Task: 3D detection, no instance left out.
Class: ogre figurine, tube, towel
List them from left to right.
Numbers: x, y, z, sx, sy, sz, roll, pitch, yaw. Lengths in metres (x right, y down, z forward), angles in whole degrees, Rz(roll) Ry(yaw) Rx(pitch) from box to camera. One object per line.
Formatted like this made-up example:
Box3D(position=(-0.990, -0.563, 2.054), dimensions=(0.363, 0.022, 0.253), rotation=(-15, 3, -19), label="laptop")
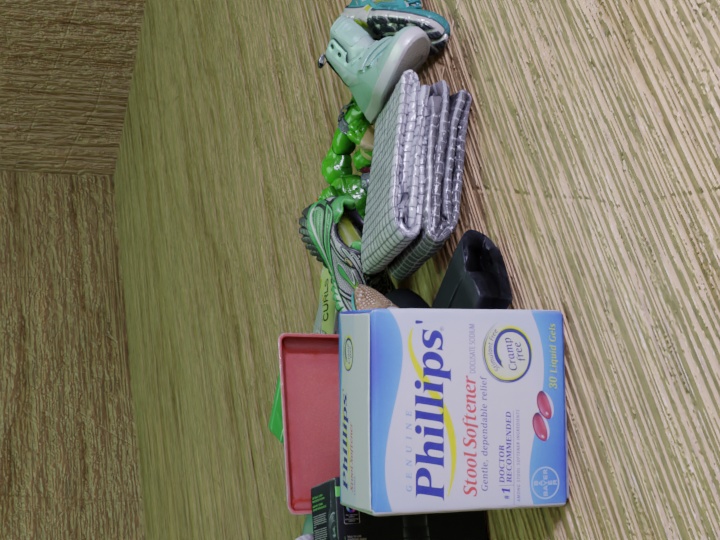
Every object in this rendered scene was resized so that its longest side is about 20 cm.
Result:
Box3D(position=(-0.041, 0.067, 1.645), dimensions=(0.058, 0.052, 0.202), rotation=(-15, 63, 27), label="tube")
Box3D(position=(0.005, -0.107, 1.465), dimensions=(0.201, 0.098, 0.120), rotation=(53, 137, 7), label="ogre figurine")
Box3D(position=(0.061, -0.105, 1.299), dimensions=(0.166, 0.085, 0.202), rotation=(129, 148, -71), label="towel")

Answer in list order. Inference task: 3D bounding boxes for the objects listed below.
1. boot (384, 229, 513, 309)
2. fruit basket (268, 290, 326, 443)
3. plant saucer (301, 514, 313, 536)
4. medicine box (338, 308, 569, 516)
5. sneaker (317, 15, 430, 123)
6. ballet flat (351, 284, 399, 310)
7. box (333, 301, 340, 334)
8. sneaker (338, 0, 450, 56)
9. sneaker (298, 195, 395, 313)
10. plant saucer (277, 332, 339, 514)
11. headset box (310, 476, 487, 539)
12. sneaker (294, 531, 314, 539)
Box3D(position=(0.090, 0.030, 1.245), dimensions=(0.166, 0.065, 0.201), rotation=(61, 152, 33), label="boot")
Box3D(position=(-0.059, 0.142, 1.480), dimensions=(0.200, 0.093, 0.187), rotation=(-80, 1, -76), label="fruit basket")
Box3D(position=(-0.023, 0.398, 1.461), dimensions=(0.200, 0.036, 0.201), rotation=(46, 152, 33), label="plant saucer")
Box3D(position=(0.084, 0.129, 1.071), dimensions=(0.103, 0.198, 0.185), rotation=(168, 102, -69), label="medicine box")
Box3D(position=(0.008, -0.257, 1.331), dimensions=(0.118, 0.074, 0.200), rotation=(50, 161, 3), label="sneaker")
Box3D(position=(0.053, 0.099, 1.228), dimensions=(0.065, 0.070, 0.202), rotation=(-29, 79, 33), label="ballet flat")
Box3D(position=(-0.012, 0.092, 1.525), dimensions=(0.110, 0.034, 0.203), rotation=(153, 123, -76), label="box")
Box3D(position=(0.044, -0.314, 1.383), dimensions=(0.080, 0.077, 0.200), rotation=(-53, 37, -5), label="sneaker")
Box3D(position=(0.000, 0.000, 1.406), dimensions=(0.085, 0.078, 0.201), rotation=(-23, 102, 54), label="sneaker")
Box3D(position=(-0.006, 0.177, 1.314), dimensions=(0.037, 0.198, 0.202), rotation=(-31, 60, 58), label="plant saucer")
Box3D(position=(0.044, 0.309, 1.213), dimensions=(0.093, 0.172, 0.202), rotation=(138, 131, -64), label="headset box")
Box3D(position=(-0.056, 0.346, 1.305), dimensions=(0.078, 0.200, 0.099), rotation=(48, 112, 10), label="sneaker")
